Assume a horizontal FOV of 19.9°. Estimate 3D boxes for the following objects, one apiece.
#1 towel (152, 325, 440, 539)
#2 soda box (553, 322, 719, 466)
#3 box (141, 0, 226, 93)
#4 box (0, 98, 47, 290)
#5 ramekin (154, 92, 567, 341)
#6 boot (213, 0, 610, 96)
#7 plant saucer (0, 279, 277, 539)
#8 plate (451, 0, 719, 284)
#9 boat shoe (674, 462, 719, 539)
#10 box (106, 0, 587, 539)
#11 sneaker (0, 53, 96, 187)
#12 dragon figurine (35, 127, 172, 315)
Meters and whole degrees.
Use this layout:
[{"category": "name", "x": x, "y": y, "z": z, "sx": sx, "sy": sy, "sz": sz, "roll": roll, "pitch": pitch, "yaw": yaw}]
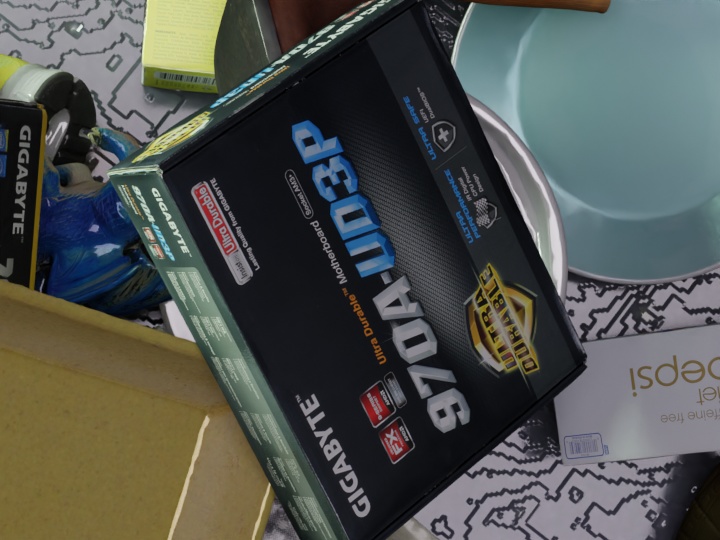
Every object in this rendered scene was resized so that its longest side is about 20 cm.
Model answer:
[{"category": "towel", "x": -0.080, "y": 0.152, "z": 0.954, "sx": 0.192, "sy": 0.035, "sz": 0.200, "roll": 37, "pitch": 82, "yaw": -1}, {"category": "soda box", "x": 0.197, "y": 0.055, "z": 1.023, "sx": 0.200, "sy": 0.068, "sz": 0.064, "roll": -9, "pitch": 88, "yaw": 32}, {"category": "box", "x": -0.081, "y": -0.196, "z": 1.059, "sx": 0.050, "sy": 0.075, "sz": 0.200, "roll": 6, "pitch": 85, "yaw": -6}, {"category": "box", "x": -0.224, "y": 0.017, "z": 0.948, "sx": 0.160, "sy": 0.049, "sz": 0.200, "roll": 5, "pitch": 91, "yaw": 35}, {"category": "ramekin", "x": 0.000, "y": 0.000, "z": 1.041, "sx": 0.202, "sy": 0.094, "sz": 0.203, "roll": 0, "pitch": 87, "yaw": -2}, {"category": "boot", "x": 0.026, "y": -0.131, "z": 1.002, "sx": 0.200, "sy": 0.069, "sz": 0.188, "roll": 0, "pitch": 55, "yaw": -21}, {"category": "plant saucer", "x": -0.142, "y": 0.113, "z": 0.884, "sx": 0.200, "sy": 0.048, "sz": 0.200, "roll": 20, "pitch": 86, "yaw": -33}, {"category": "plate", "x": 0.145, "y": -0.093, "z": 1.075, "sx": 0.200, "sy": 0.026, "sz": 0.200, "roll": 2, "pitch": 96, "yaw": 14}, {"category": "boat shoe", "x": 0.194, "y": 0.188, "z": 1.064, "sx": 0.066, "sy": 0.074, "sz": 0.200, "roll": 12, "pitch": 102, "yaw": -15}, {"category": "box", "x": 0.000, "y": 0.001, "z": 0.912, "sx": 0.159, "sy": 0.046, "sz": 0.200, "roll": -36, "pitch": 110, "yaw": -29}, {"category": "sneaker", "x": -0.212, "y": -0.023, "z": 1.044, "sx": 0.090, "sy": 0.078, "sz": 0.200, "roll": 30, "pitch": 93, "yaw": 28}, {"category": "dragon figurine", "x": -0.117, "y": -0.011, "z": 0.968, "sx": 0.200, "sy": 0.059, "sz": 0.100, "roll": -12, "pitch": 77, "yaw": 26}]
